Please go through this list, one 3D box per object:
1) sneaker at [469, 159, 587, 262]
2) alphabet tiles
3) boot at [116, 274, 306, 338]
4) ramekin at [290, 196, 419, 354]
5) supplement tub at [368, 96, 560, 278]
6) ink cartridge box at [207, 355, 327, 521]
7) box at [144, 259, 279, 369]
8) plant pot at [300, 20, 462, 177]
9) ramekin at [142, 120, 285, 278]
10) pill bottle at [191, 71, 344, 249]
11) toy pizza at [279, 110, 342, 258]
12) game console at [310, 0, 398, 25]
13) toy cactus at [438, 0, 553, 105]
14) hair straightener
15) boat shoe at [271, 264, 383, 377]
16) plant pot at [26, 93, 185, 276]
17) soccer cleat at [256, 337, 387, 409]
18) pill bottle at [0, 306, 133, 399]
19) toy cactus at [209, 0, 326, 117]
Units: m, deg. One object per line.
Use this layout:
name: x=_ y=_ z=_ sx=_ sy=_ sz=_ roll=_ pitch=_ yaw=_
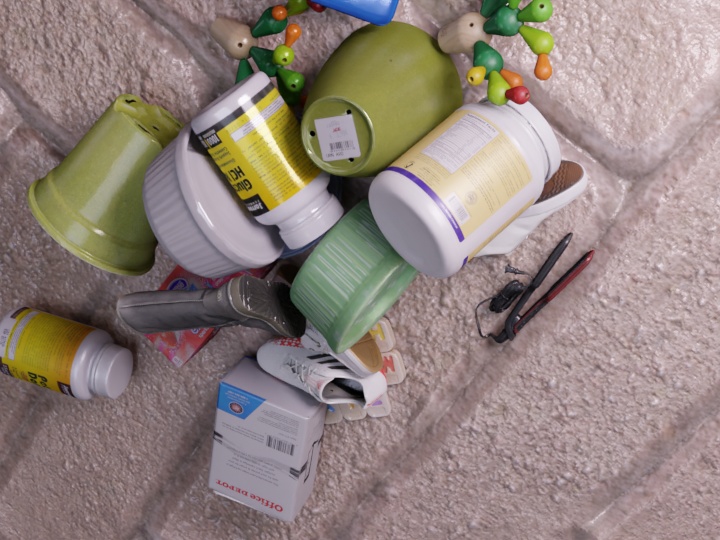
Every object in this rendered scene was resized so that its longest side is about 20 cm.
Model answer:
sneaker: x=0.199 y=-0.072 z=1.438 sx=0.198 sy=0.073 sz=0.085 roll=-23 pitch=136 yaw=20
alphabet tiles: x=-0.036 y=0.128 z=1.634 sx=0.198 sy=0.015 sz=0.198 roll=-11 pitch=107 yaw=26
boot: x=-0.194 y=0.059 z=1.515 sx=0.198 sy=0.181 sz=0.073 roll=-16 pitch=60 yaw=28
ramekin: x=0.000 y=0.000 z=1.465 sx=0.098 sy=0.200 sz=0.201 roll=41 pitch=120 yaw=10
supplement tub: x=0.123 y=-0.104 z=1.337 sx=0.145 sy=0.200 sz=0.146 roll=43 pitch=160 yaw=20
ink cartridge box: x=-0.136 y=0.248 z=1.676 sx=0.144 sy=0.084 sz=0.202 roll=20 pitch=123 yaw=14
box: x=-0.221 y=0.029 z=1.620 sx=0.103 sy=0.095 sz=0.200 roll=44 pitch=120 yaw=0
plant pot: x=0.009 y=-0.188 z=1.377 sx=0.185 sy=0.200 sz=0.189 roll=8 pitch=114 yaw=18
ramekin: x=-0.188 y=-0.084 z=1.447 sx=0.094 sy=0.202 sz=0.204 roll=-26 pitch=100 yaw=27
pill bottle: x=-0.109 y=-0.131 z=1.400 sx=0.112 sy=0.113 sz=0.201 roll=-27 pitch=106 yaw=29
toy pizza: x=-0.116 y=-0.118 z=1.536 sx=0.198 sy=0.032 sz=0.203 roll=2 pitch=96 yaw=17
game console: x=-0.026 y=-0.417 z=1.371 sx=0.170 sy=0.118 sz=0.202 roll=28 pitch=103 yaw=43
toy cactus: x=0.149 y=-0.281 z=1.321 sx=0.164 sy=0.101 sz=0.203 roll=-5 pitch=82 yaw=52
hair straightener: x=0.212 y=0.020 z=1.481 sx=0.077 sy=0.041 sz=0.200 roll=41 pitch=124 yaw=2
boat shoe: x=-0.053 y=0.081 z=1.577 sx=0.200 sy=0.071 sz=0.070 roll=45 pitch=118 yaw=15
plant pot: x=-0.320 y=-0.128 z=1.556 sx=0.200 sy=0.200 sz=0.185 roll=39 pitch=108 yaw=2
soccer cleat: x=-0.060 y=0.144 z=1.592 sx=0.198 sy=0.085 sz=0.069 roll=15 pitch=117 yaw=16
pill bottle: x=-0.452 y=0.130 z=1.747 sx=0.198 sy=0.109 sz=0.111 roll=15 pitch=116 yaw=16
toy cactus: x=-0.122 y=-0.280 z=1.466 sx=0.164 sy=0.102 sz=0.202 roll=36 pitch=123 yaw=28
